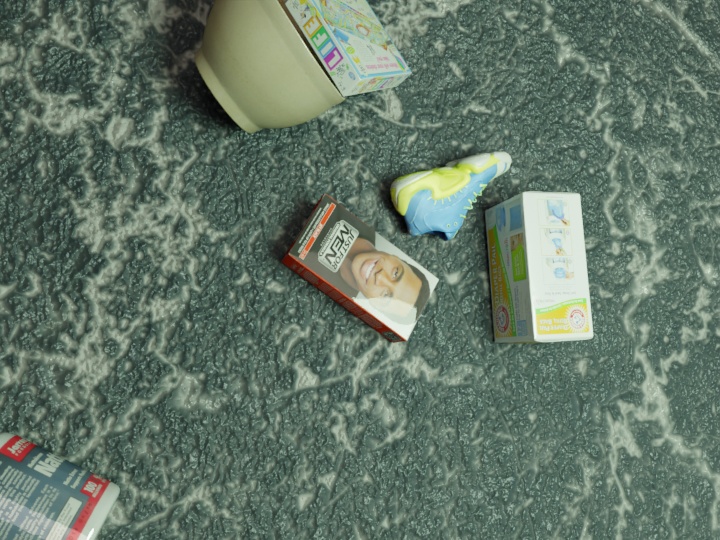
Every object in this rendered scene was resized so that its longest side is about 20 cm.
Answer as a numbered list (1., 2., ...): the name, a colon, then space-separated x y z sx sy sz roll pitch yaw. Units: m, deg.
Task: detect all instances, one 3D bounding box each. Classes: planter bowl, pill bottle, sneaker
1. planter bowl: -0.127 -0.266 0.758 0.133 0.200 0.203 -34 92 10
2. pill bottle: -0.373 0.245 0.626 0.196 0.119 0.122 31 74 -11
3. sneaker: 0.140 -0.106 0.873 0.194 0.076 0.109 -17 98 -11

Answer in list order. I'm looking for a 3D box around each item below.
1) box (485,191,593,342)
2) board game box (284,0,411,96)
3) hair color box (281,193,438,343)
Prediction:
1. box: 0.257 0.001 0.861 0.098 0.112 0.208 0 82 -18
2. board game box: -0.008 -0.313 0.808 0.136 0.034 0.200 56 30 -3
3. hair color box: 0.000 0.000 0.810 0.197 0.061 0.103 35 72 -10
